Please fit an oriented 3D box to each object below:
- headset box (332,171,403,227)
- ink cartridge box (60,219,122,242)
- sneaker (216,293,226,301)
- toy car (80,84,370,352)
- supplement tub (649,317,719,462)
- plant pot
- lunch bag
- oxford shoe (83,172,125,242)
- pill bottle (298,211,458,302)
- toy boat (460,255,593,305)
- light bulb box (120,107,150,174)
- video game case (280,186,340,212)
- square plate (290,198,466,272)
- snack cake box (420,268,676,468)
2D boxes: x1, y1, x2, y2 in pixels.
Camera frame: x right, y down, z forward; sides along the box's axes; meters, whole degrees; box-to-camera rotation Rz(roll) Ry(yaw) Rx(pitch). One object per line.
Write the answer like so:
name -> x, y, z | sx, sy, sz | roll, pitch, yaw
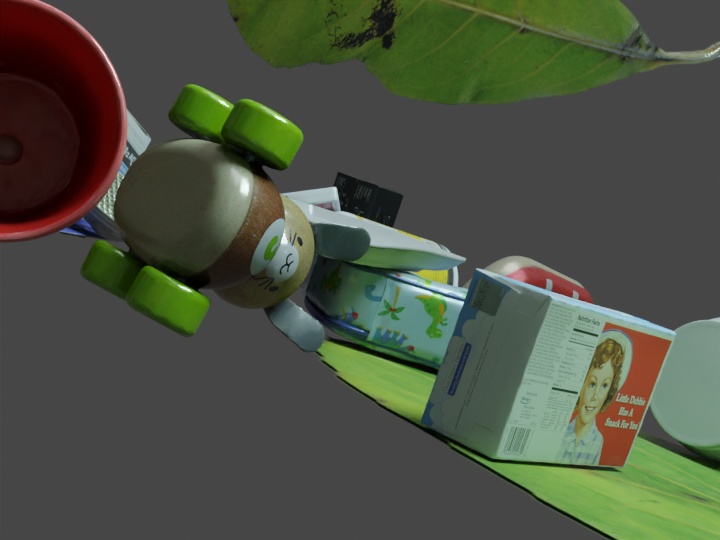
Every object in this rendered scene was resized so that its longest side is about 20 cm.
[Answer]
headset box -> 0.002, -0.144, 3.141 | 0.093, 0.174, 0.200 | 16, 4, -39
ink cartridge box -> -0.368, -0.087, 1.250 | 0.200, 0.047, 0.198 | 18, 3, 19
sneaker -> -0.101, -0.003, 1.181 | 0.091, 0.076, 0.200 | 26, 3, -26
toy car -> -0.076, -0.016, 0.920 | 0.200, 0.165, 0.158 | 33, -6, -39
supplement tub -> 0.393, 0.126, 1.235 | 0.145, 0.146, 0.200 | 22, 4, 43
plant pot -> -0.300, -0.115, 1.022 | 0.200, 0.201, 0.177 | 18, -7, -13
lunch bag -> 0.049, 0.041, 1.189 | 0.200, 0.083, 0.161 | 18, 5, -17
oxford shoe -> -0.291, -0.099, 1.257 | 0.200, 0.075, 0.058 | 42, -27, 3
pill bottle -> 0.000, 0.000, 1.328 | 0.200, 0.112, 0.112 | 17, 4, -32
toy boat -> 0.192, 0.073, 1.377 | 0.200, 0.131, 0.131 | 21, 33, -43
light bulb box -> -0.381, -0.178, 1.420 | 0.200, 0.125, 0.198 | 25, -13, 14
video game case -> -0.121, -0.055, 1.346 | 0.200, 0.017, 0.143 | -7, -10, 0
square plate -> -0.028, -0.037, 1.142 | 0.198, 0.029, 0.200 | 20, 6, 30
snack cake box -> 0.141, 0.075, 0.876 | 0.067, 0.115, 0.200 | 21, 4, 39
